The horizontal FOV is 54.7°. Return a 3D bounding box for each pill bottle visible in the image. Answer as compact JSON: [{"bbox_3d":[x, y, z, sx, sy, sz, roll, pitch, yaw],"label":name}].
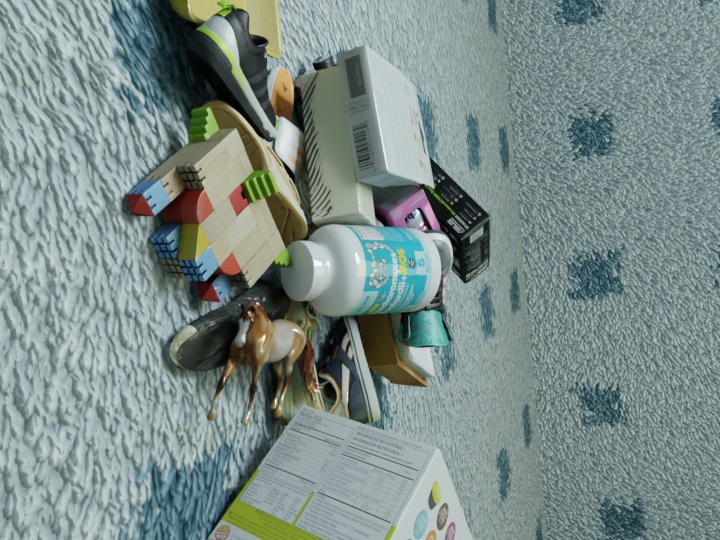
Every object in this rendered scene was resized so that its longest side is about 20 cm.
[{"bbox_3d":[0.000,0.000,0.874,0.198,0.110,0.113,-1,87,-40],"label":"pill bottle"}]

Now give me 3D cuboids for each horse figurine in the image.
[{"bbox_3d":[-0.102,0.101,0.786,0.199,0.049,0.135,13,92,-63],"label":"horse figurine"}]

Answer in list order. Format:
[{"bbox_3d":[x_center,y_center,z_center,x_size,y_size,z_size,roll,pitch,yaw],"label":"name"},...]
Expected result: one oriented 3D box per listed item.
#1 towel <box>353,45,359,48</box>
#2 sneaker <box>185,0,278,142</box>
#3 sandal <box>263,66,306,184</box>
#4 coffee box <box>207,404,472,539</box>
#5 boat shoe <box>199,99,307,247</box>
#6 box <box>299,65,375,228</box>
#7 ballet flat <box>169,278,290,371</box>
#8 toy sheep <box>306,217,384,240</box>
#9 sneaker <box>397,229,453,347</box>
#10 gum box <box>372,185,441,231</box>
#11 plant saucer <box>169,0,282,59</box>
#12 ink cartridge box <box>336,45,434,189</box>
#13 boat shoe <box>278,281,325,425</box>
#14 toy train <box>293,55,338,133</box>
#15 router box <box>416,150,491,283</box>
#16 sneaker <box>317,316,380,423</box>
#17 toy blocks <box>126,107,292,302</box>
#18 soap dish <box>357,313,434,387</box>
[{"bbox_3d":[0.021,-0.253,1.124,0.200,0.029,0.149,88,-16,-79],"label":"towel"},{"bbox_3d":[-0.122,-0.220,0.786,0.083,0.071,0.200,-54,162,-9],"label":"sneaker"},{"bbox_3d":[-0.099,-0.184,0.917,0.079,0.058,0.210,43,48,-58],"label":"sandal"},{"bbox_3d":[-0.011,0.312,0.802,0.199,0.197,0.202,-53,137,-35],"label":"coffee box"},{"bbox_3d":[-0.130,-0.118,0.828,0.201,0.073,0.070,60,10,-32],"label":"boat shoe"},{"bbox_3d":[-0.030,-0.155,0.913,0.082,0.067,0.204,36,46,-71],"label":"box"},{"bbox_3d":[-0.149,0.060,0.785,0.199,0.056,0.067,-30,140,-60],"label":"ballet flat"},{"bbox_3d":[-0.015,-0.023,1.008,0.199,0.136,0.140,31,58,-55],"label":"toy sheep"},{"bbox_3d":[0.093,0.046,0.987,0.201,0.082,0.122,92,-4,-53],"label":"sneaker"},{"bbox_3d":[0.054,-0.084,1.090,0.114,0.066,0.200,59,-10,-29],"label":"gum box"},{"bbox_3d":[-0.165,-0.360,0.805,0.199,0.048,0.204,-8,93,-68],"label":"plant saucer"},{"bbox_3d":[0.039,-0.193,0.937,0.199,0.047,0.163,1,78,-68],"label":"ink cartridge box"},{"bbox_3d":[-0.073,0.096,0.897,0.073,0.062,0.205,76,14,-82],"label":"boat shoe"},{"bbox_3d":[-0.040,-0.213,1.046,0.114,0.084,0.203,-52,133,-46],"label":"toy train"},{"bbox_3d":[0.124,-0.094,1.115,0.200,0.062,0.150,50,-9,27],"label":"router box"},{"bbox_3d":[-0.027,0.141,1.023,0.201,0.078,0.079,-106,-178,-52],"label":"sneaker"},{"bbox_3d":[-0.158,-0.046,0.730,0.137,0.098,0.202,-54,136,-41],"label":"toy blocks"},{"bbox_3d":[0.051,0.086,1.153,0.157,0.080,0.203,43,31,-59],"label":"soap dish"}]
